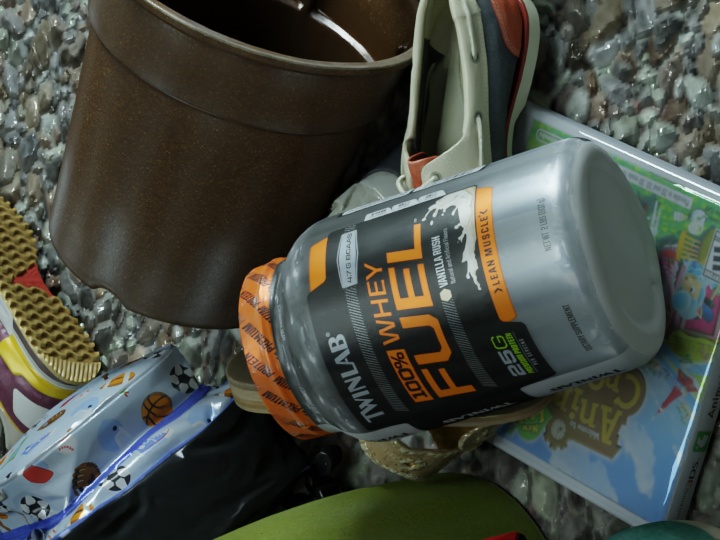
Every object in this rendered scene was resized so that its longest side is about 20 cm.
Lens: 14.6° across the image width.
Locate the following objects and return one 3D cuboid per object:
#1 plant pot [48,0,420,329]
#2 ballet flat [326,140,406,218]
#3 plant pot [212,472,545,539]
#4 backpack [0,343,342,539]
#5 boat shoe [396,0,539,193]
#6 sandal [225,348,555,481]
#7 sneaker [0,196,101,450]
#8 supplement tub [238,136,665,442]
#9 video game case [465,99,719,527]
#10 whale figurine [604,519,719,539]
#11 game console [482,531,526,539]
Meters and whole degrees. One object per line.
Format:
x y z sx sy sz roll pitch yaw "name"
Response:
-0.083 -0.087 1.637 0.200 0.200 0.199 47 129 39 "plant pot"
0.000 0.000 1.614 0.073 0.073 0.200 52 123 37 "ballet flat"
-0.022 0.203 1.524 0.187 0.200 0.188 -4 84 47 "plant pot"
-0.142 0.146 1.667 0.154 0.200 0.190 54 148 3 "backpack"
0.050 -0.061 1.535 0.071 0.062 0.201 7 88 46 "boat shoe"
0.025 0.081 1.561 0.211 0.078 0.070 4 125 34 "sandal"
-0.251 0.028 1.882 0.090 0.075 0.200 -51 52 25 "sneaker"
0.046 0.016 1.449 0.200 0.122 0.123 -19 72 23 "supplement tub"
0.122 0.022 1.513 0.200 0.022 0.183 29 108 45 "video game case"
0.138 0.223 1.419 0.159 0.104 0.200 39 118 41 "whale figurine"
0.077 0.237 1.387 0.177 0.031 0.201 -60 -34 -86 "game console"
